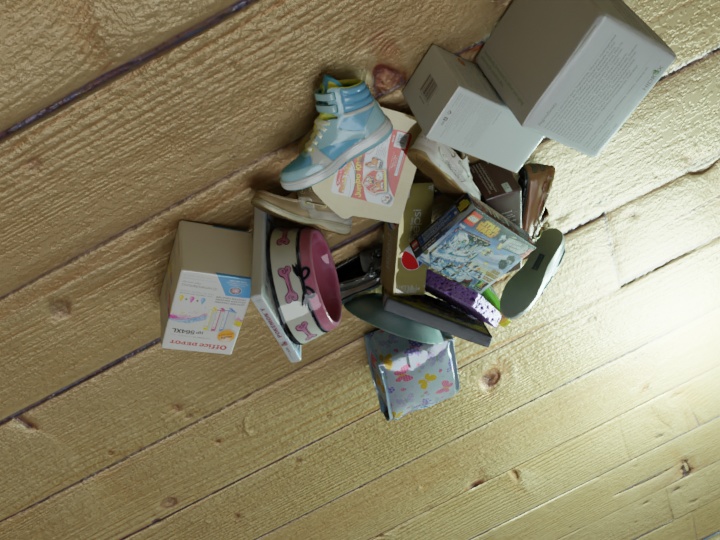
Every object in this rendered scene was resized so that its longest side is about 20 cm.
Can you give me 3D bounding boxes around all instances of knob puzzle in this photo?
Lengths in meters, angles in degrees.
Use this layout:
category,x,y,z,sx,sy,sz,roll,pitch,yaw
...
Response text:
category,x,y,z,sx,sy,sz,roll,pitch,yaw
knob puzzle,-0.006,-0.183,1.457,0.215,0.031,0.224,-3,111,-7

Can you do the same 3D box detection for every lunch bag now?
category,x,y,z,sx,sy,sz,roll,pitch,yaw
lunch bag,0.106,0.204,1.829,0.167,0.128,0.203,-19,127,-7

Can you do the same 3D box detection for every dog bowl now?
category,x,y,z,sx,sy,sz,roll,pitch,yaw
dog bowl,-0.089,0.019,1.505,0.072,0.203,0.202,-13,138,11

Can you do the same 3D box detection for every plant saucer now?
category,x,y,z,sx,sy,sz,roll,pitch,yaw
plant saucer,0.067,0.080,1.662,0.198,0.200,0.039,15,99,-33

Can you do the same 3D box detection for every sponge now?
category,x,y,z,sx,sy,sz,roll,pitch,yaw
sponge,0.156,0.036,1.638,0.030,0.198,0.111,-59,141,-5

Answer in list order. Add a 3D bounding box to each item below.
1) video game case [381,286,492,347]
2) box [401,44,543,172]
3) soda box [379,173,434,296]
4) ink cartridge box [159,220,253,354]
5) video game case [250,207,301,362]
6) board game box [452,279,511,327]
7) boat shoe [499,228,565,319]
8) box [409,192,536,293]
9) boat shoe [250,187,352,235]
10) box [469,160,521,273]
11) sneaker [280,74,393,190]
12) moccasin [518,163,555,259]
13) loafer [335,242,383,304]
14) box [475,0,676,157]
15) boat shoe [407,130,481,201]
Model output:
category,x,y,z,sx,sy,sz,roll,pitch,yaw
video game case,0.133,0.076,1.624,0.197,0.181,0.026,21,99,-3
box,0.183,-0.255,1.425,0.197,0.125,0.098,15,125,-33
soda box,0.080,-0.061,1.555,0.063,0.068,0.204,-2,109,-21
ink cartridge box,-0.262,0.041,1.509,0.126,0.126,0.202,8,129,-20
video game case,-0.139,0.021,1.498,0.023,0.203,0.183,-13,138,11
board game box,0.220,0.030,1.730,0.030,0.096,0.200,-36,135,14
boat shoe,0.344,0.016,1.747,0.203,0.069,0.072,-57,143,-9
box,0.195,-0.043,1.536,0.136,0.040,0.199,-40,139,22
boat shoe,-0.093,-0.112,1.489,0.198,0.073,0.071,14,93,-41
box,0.243,-0.094,1.620,0.074,0.101,0.202,-16,135,-7
sneaker,-0.059,-0.221,1.374,0.198,0.080,0.132,-33,119,-5
moccasin,0.322,-0.108,1.666,0.076,0.074,0.205,-3,123,-9
loafer,0.000,0.000,1.632,0.198,0.072,0.063,-33,130,12
box,0.320,-0.324,1.363,0.169,0.201,0.201,16,124,-33
boat shoe,0.152,-0.169,1.473,0.199,0.070,0.070,38,75,-50
